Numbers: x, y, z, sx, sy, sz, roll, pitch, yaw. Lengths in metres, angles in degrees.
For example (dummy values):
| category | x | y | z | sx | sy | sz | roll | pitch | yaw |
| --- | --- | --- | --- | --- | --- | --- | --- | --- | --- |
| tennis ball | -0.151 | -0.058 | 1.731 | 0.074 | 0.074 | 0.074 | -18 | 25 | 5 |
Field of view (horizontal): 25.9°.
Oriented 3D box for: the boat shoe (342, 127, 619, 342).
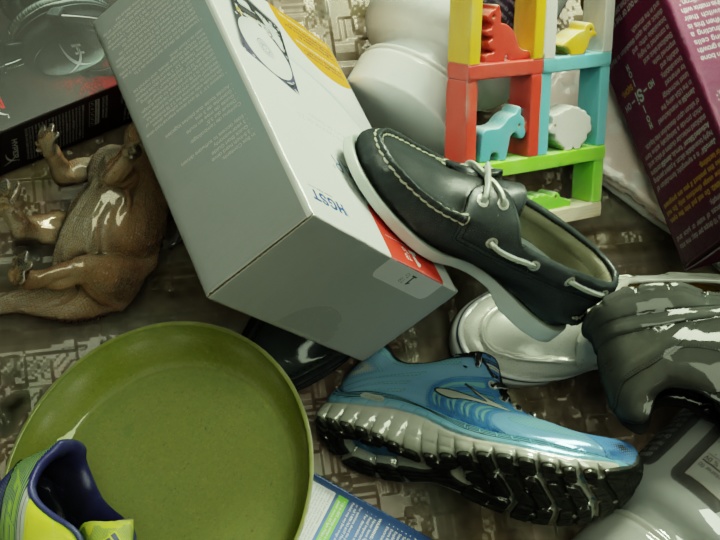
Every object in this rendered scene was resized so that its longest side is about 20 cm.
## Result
| category | x | y | z | sx | sy | sz | roll | pitch | yaw |
| --- | --- | --- | --- | --- | --- | --- | --- | --- | --- |
| boat shoe | 0.072 | -0.031 | 0.898 | 0.200 | 0.060 | 0.076 | 32 | 33 | -39 |

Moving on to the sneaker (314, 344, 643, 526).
| category | x | y | z | sx | sy | sz | roll | pitch | yaw |
| --- | --- | --- | --- | --- | --- | --- | --- | --- | --- |
| sneaker | 0.074 | 0.086 | 0.936 | 0.199 | 0.079 | 0.090 | 14 | 59 | 21 |

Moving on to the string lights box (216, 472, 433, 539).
| category | x | y | z | sx | sy | sz | roll | pitch | yaw |
| --- | --- | --- | --- | --- | --- | --- | --- | --- | --- |
| string lights box | 0.005 | 0.200 | 0.924 | 0.199 | 0.059 | 0.103 | 30 | 72 | -1 |

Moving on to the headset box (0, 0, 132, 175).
| category | x | y | z | sx | sy | sz | roll | pitch | yaw |
| --- | --- | --- | --- | --- | --- | --- | --- | --- | --- |
| headset box | -0.168 | -0.171 | 0.987 | 0.199 | 0.077 | 0.149 | -24 | 80 | -15 |

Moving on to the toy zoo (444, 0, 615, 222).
| category | x | y | z | sx | sy | sz | roll | pitch | yaw |
| --- | --- | --- | --- | --- | --- | --- | --- | --- | --- |
| toy zoo | 0.106 | -0.125 | 0.967 | 0.131 | 0.020 | 0.201 | -12 | 110 | -39 |

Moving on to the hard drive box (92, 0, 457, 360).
| category | x | y | z | sx | sy | sz | roll | pitch | yaw |
| --- | --- | --- | --- | --- | --- | --- | --- | --- | --- |
| hard drive box | -0.049 | -0.063 | 0.890 | 0.077 | 0.156 | 0.201 | -36 | 60 | 18 |

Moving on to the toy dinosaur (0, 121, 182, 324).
| category | x | y | z | sx | sy | sz | roll | pitch | yaw |
| --- | --- | --- | --- | --- | --- | --- | --- | --- | --- |
| toy dinosaur | -0.144 | -0.024 | 0.954 | 0.200 | 0.135 | 0.086 | -52 | 48 | 2 |

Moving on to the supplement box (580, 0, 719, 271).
| category | x | y | z | sx | sy | sz | roll | pitch | yaw |
| --- | --- | --- | --- | --- | --- | --- | --- | --- | --- |
| supplement box | 0.246 | -0.120 | 1.003 | 0.130 | 0.103 | 0.201 | -14 | 76 | -19 |

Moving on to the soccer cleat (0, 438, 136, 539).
| category | x | y | z | sx | sy | sz | roll | pitch | yaw |
| --- | --- | --- | --- | --- | --- | --- | --- | --- | --- |
| soccer cleat | -0.141 | 0.175 | 0.824 | 0.084 | 0.065 | 0.200 | -46 | 54 | 17 |

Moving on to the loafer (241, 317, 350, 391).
| category | x | y | z | sx | sy | sz | roll | pitch | yaw |
| --- | --- | --- | --- | --- | --- | --- | --- | --- | --- |
| loafer | 0.000 | 0.000 | 0.974 | 0.200 | 0.070 | 0.068 | -42 | 85 | -18 |

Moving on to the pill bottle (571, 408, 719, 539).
| category | x | y | z | sx | sy | sz | roll | pitch | yaw |
| --- | --- | --- | --- | --- | --- | --- | --- | --- | --- |
| pill bottle | 0.226 | 0.137 | 0.957 | 0.200 | 0.114 | 0.114 | -40 | 85 | -18 |

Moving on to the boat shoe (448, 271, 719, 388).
| category | x | y | z | sx | sy | sz | roll | pitch | yaw |
| --- | --- | --- | --- | --- | --- | --- | --- | --- | --- |
| boat shoe | 0.157 | 0.032 | 0.995 | 0.199 | 0.070 | 0.071 | -2 | 75 | -12 |

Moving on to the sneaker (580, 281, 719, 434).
| category | x | y | z | sx | sy | sz | roll | pitch | yaw |
| --- | --- | --- | --- | --- | --- | --- | --- | --- | --- |
| sneaker | 0.234 | 0.049 | 0.914 | 0.199 | 0.076 | 0.091 | -11 | 63 | 7 |

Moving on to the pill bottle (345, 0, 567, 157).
| category | x | y | z | sx | sy | sz | roll | pitch | yaw |
| --- | --- | --- | --- | --- | --- | --- | --- | --- | --- |
| pill bottle | 0.071 | -0.176 | 1.016 | 0.111 | 0.111 | 0.201 | 31 | 71 | -1 |

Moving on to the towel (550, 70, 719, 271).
| category | x | y | z | sx | sy | sz | roll | pitch | yaw |
| --- | --- | --- | --- | --- | --- | --- | --- | --- | --- |
| towel | 0.235 | -0.115 | 1.073 | 0.200 | 0.032 | 0.191 | 36 | 72 | 1 |

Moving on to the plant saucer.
| category | x | y | z | sx | sy | sz | roll | pitch | yaw |
| --- | --- | --- | --- | --- | --- | --- | --- | --- | --- |
| plant saucer | -0.114 | 0.127 | 0.897 | 0.199 | 0.031 | 0.201 | -9 | 64 | 18 |
